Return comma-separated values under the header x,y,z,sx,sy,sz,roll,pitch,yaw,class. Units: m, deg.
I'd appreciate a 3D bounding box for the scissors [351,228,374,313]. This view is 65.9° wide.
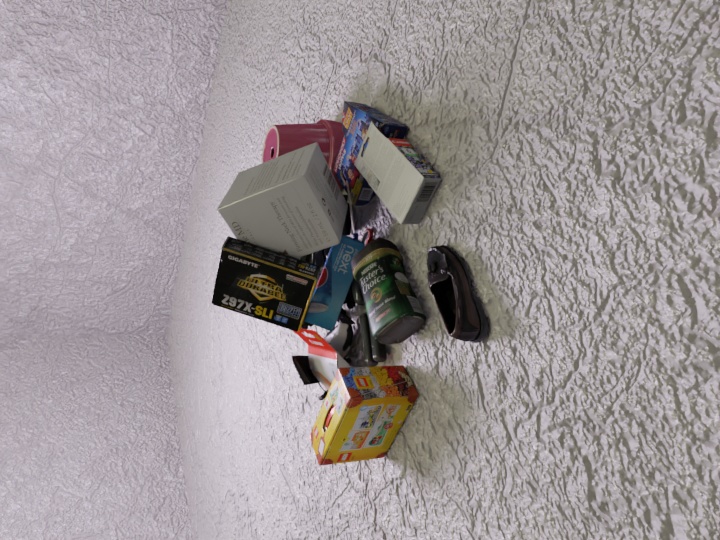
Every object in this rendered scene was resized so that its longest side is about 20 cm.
x,y,z,sx,sy,sz,roll,pitch,yaw,class
0.000,0.000,1.278,0.073,0.014,0.201,56,136,46,scissors

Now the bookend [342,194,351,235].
x,y,z,sx,sy,sz,roll,pitch,yaw,class
-0.097,-0.137,1.365,0.199,0.199,0.093,6,94,18,bookend

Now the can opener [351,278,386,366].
x,y,z,sx,sy,sz,roll,pitch,yaw,class
0.013,0.103,1.184,0.053,0.066,0.201,-34,55,41,can opener

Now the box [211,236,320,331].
x,y,z,sx,sy,sz,roll,pitch,yaw,class
-0.199,0.032,1.154,0.049,0.199,0.160,-77,8,-50,box

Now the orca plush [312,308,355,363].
x,y,z,sx,sy,sz,roll,pitch,yaw,class
-0.061,0.156,1.313,0.071,0.105,0.201,-66,-11,-53,orca plush

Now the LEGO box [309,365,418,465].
x,y,z,sx,sy,sz,roll,pitch,yaw,class
0.003,0.285,1.089,0.077,0.148,0.200,61,138,45,LEGO box

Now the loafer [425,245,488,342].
x,y,z,sx,sy,sz,roll,pitch,yaw,class
0.148,0.032,0.932,0.072,0.063,0.200,-60,37,40,loafer

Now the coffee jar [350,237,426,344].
x,y,z,sx,sy,sz,roll,pitch,yaw,class
0.049,0.036,1.088,0.104,0.085,0.200,-43,47,30,coffee jar

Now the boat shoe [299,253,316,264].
x,y,z,sx,sy,sz,roll,pitch,yaw,class
-0.138,0.003,1.390,0.072,0.071,0.201,-9,66,34,boat shoe

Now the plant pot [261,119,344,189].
x,y,z,sx,sy,sz,roll,pitch,yaw,class
-0.145,-0.290,1.407,0.200,0.178,0.201,-15,73,61,plant pot

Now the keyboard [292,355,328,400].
x,y,z,sx,sy,sz,roll,pitch,yaw,class
-0.112,0.259,1.328,0.127,0.021,0.200,56,-178,12,keyboard

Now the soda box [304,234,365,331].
x,y,z,sx,sy,sz,roll,pitch,yaw,class
-0.055,0.024,1.198,0.064,0.068,0.201,-107,38,-82,soda box

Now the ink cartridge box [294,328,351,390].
x,y,z,sx,sy,sz,roll,pitch,yaw,class
-0.078,0.210,1.228,0.050,0.200,0.162,-51,20,-20,ink cartridge box

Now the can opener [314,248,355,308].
x,y,z,sx,sy,sz,roll,pitch,yaw,class
-0.048,0.011,1.314,0.079,0.063,0.200,-46,47,24,can opener

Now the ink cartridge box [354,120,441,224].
x,y,z,sx,sy,sz,roll,pitch,yaw,class
0.068,-0.195,1.092,0.200,0.050,0.109,56,136,35,ink cartridge box

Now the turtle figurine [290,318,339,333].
x,y,z,sx,sy,sz,roll,pitch,yaw,class
-0.130,0.091,1.301,0.101,0.199,0.150,39,128,48,turtle figurine

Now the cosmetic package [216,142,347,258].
x,y,z,sx,sy,sz,roll,pitch,yaw,class
-0.154,-0.133,1.163,0.167,0.199,0.168,-82,-31,-54,cosmetic package

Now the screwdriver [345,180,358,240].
x,y,z,sx,sy,sz,roll,pitch,yaw,class
-0.013,-0.098,1.223,0.029,0.028,0.201,9,111,42,screwdriver

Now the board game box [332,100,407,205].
x,y,z,sx,sy,sz,roll,pitch,yaw,class
0.007,-0.281,1.235,0.200,0.061,0.200,63,141,42,board game box
